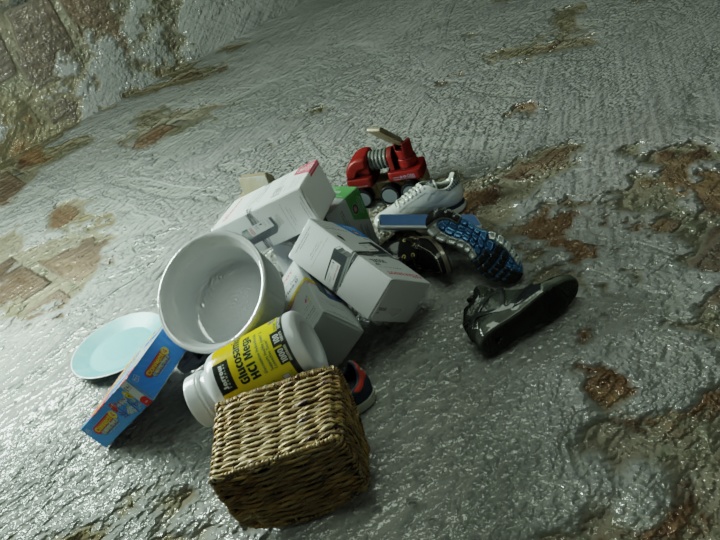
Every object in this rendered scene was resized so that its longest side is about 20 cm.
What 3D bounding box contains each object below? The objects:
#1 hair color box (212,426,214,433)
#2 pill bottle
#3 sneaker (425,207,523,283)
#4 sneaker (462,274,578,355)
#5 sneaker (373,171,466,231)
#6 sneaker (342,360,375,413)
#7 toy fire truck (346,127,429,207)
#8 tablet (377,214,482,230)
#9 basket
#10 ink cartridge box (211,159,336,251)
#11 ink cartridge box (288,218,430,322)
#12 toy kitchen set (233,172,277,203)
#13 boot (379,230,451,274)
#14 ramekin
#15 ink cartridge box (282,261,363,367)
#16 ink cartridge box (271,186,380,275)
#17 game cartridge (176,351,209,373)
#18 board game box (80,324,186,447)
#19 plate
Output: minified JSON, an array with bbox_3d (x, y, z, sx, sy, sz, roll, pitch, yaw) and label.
[{"bbox_3d":[-0.191,0.203,1.258,0.100,0.061,0.200,-22,31,-1],"label":"hair color box"},{"bbox_3d":[-0.158,0.152,1.139,0.200,0.112,0.112,-29,30,9],"label":"pill bottle"},{"bbox_3d":[0.215,-0.046,1.381,0.200,0.087,0.075,39,101,21],"label":"sneaker"},{"bbox_3d":[0.250,0.048,1.238,0.199,0.076,0.114,-31,39,-8],"label":"sneaker"},{"bbox_3d":[0.119,-0.144,1.605,0.200,0.081,0.076,-20,33,3],"label":"sneaker"},{"bbox_3d":[-0.071,0.209,1.161,0.200,0.085,0.075,-36,35,-24],"label":"sneaker"},{"bbox_3d":[0.044,-0.244,1.684,0.176,0.200,0.129,-5,34,22],"label":"toy fire truck"},{"bbox_3d":[0.134,-0.095,1.505,0.200,0.014,0.130,1,14,2],"label":"tablet"},{"bbox_3d":[-0.091,0.247,1.054,0.200,0.143,0.149,-21,34,8],"label":"basket"},{"bbox_3d":[-0.159,-0.109,1.418,0.200,0.085,0.146,-22,21,20],"label":"ink cartridge box"},{"bbox_3d":[0.000,0.000,1.320,0.200,0.084,0.145,37,16,28],"label":"ink cartridge box"},{"bbox_3d":[-0.195,-0.188,1.766,0.200,0.163,0.180,-3,35,25],"label":"toy kitchen set"},{"bbox_3d":[0.069,-0.012,1.434,0.151,0.073,0.200,-27,28,-14],"label":"boot"},{"bbox_3d":[-0.220,0.044,1.246,0.200,0.098,0.201,-7,71,20],"label":"ramekin"},{"bbox_3d":[-0.093,0.094,1.291,0.145,0.087,0.200,-56,28,13],"label":"ink cartridge box"},{"bbox_3d":[-0.068,-0.053,1.503,0.084,0.146,0.200,8,41,41],"label":"ink cartridge box"},{"bbox_3d":[-0.235,0.099,1.364,0.200,0.041,0.133,-45,3,6],"label":"game cartridge"},{"bbox_3d":[-0.370,0.177,1.308,0.196,0.056,0.200,-42,15,37],"label":"board game box"},{"bbox_3d":[-0.481,0.154,1.531,0.200,0.026,0.200,-14,33,9],"label":"plate"}]
